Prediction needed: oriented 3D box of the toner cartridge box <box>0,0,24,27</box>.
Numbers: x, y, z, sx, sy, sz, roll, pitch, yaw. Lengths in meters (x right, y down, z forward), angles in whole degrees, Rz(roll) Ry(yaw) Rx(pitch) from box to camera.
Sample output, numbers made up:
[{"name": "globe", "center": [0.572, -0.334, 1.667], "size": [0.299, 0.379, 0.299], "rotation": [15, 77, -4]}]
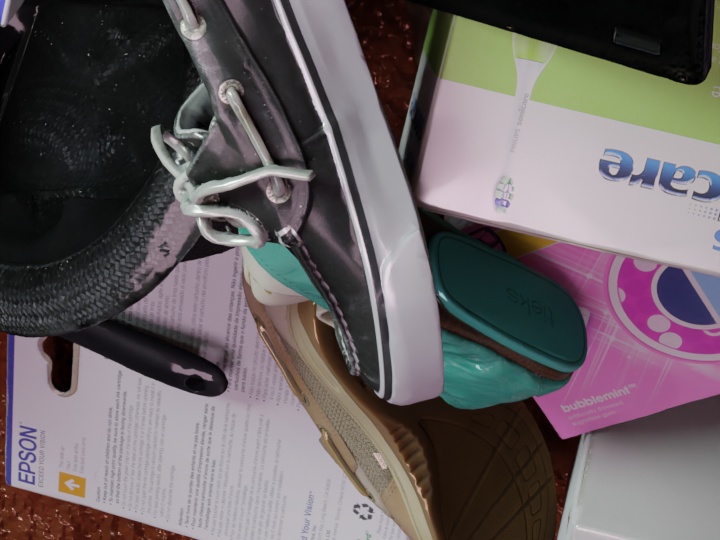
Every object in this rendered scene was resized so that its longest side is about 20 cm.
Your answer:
[{"name": "toner cartridge box", "center": [-0.094, -0.182, 0.638], "size": [0.043, 0.095, 0.200], "rotation": [20, 131, 0]}]

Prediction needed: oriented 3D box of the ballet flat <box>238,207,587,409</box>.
[{"name": "ballet flat", "center": [0.000, 0.000, 0.767], "size": [0.070, 0.068, 0.200], "rotation": [-25, 138, 32]}]

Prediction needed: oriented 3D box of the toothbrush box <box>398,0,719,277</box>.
[{"name": "toothbrush box", "center": [0.105, -0.107, 0.689], "size": [0.145, 0.086, 0.201], "rotation": [12, 101, -4]}]

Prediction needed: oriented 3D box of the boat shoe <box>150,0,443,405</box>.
[{"name": "boat shoe", "center": [-0.028, -0.042, 0.648], "size": [0.068, 0.074, 0.200], "rotation": [-20, 116, -5]}]

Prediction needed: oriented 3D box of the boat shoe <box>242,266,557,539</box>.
[{"name": "boat shoe", "center": [0.018, 0.062, 0.884], "size": [0.065, 0.072, 0.200], "rotation": [14, 147, 48]}]

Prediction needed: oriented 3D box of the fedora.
[{"name": "fedora", "center": [-0.089, -0.057, 0.831], "size": [0.200, 0.201, 0.091], "rotation": [-31, 147, 35]}]

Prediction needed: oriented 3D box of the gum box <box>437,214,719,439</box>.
[{"name": "gum box", "center": [0.141, -0.019, 0.827], "size": [0.200, 0.066, 0.114], "rotation": [-20, 121, 29]}]

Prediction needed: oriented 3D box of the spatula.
[{"name": "spatula", "center": [-0.152, 0.019, 0.928], "size": [0.199, 0.021, 0.057], "rotation": [16, 135, 4]}]

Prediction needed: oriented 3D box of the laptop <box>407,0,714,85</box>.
[{"name": "laptop", "center": [0.048, -0.188, 0.628], "size": [0.187, 0.116, 0.200], "rotation": [21, 133, 30]}]

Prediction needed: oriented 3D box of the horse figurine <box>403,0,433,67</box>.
[{"name": "horse figurine", "center": [0.014, -0.114, 0.765], "size": [0.050, 0.133, 0.200], "rotation": [-3, 150, 42]}]

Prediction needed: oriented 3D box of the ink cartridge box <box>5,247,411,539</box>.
[{"name": "ink cartridge box", "center": [-0.059, 0.044, 0.958], "size": [0.199, 0.043, 0.197], "rotation": [16, 130, 8]}]

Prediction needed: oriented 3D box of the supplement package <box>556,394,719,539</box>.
[{"name": "supplement package", "center": [0.183, 0.130, 0.902], "size": [0.199, 0.117, 0.117], "rotation": [13, 131, 5]}]
